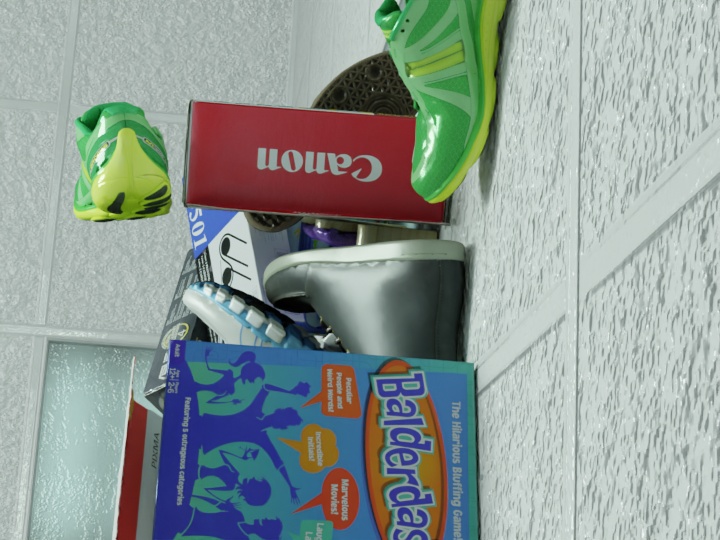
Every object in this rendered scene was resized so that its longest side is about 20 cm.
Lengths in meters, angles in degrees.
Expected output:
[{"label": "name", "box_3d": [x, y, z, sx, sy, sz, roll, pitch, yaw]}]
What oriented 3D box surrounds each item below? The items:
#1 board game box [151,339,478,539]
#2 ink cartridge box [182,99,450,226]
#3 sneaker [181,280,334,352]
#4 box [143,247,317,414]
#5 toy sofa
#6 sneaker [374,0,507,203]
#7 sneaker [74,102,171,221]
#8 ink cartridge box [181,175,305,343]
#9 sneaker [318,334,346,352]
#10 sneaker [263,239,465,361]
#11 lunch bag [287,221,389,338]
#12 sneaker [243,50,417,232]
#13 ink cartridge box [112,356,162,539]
[{"label": "board game box", "box_3d": [-0.027, 0.126, 0.962, 0.045, 0.199, 0.152, 107, 166, -59]}, {"label": "ink cartridge box", "box_3d": [-0.034, -0.082, 1.171, 0.176, 0.199, 0.084, -146, 60, -82]}, {"label": "sneaker", "box_3d": [-0.060, 0.084, 1.148, 0.087, 0.200, 0.075, -56, -9, 7]}, {"label": "box", "box_3d": [-0.113, 0.088, 1.413, 0.161, 0.049, 0.200, 50, -150, -30]}, {"label": "toy sofa", "box_3d": [0.000, 0.000, 1.279, 0.200, 0.097, 0.083, -156, 71, -83]}, {"label": "sneaker", "box_3d": [0.048, -0.145, 0.999, 0.074, 0.083, 0.201, -110, 25, -74]}, {"label": "sneaker", "box_3d": [-0.176, -0.082, 1.150, 0.200, 0.074, 0.084, 166, 99, -74]}, {"label": "ink cartridge box", "box_3d": [-0.107, -0.020, 1.363, 0.094, 0.044, 0.200, -42, 49, 42]}, {"label": "sneaker", "box_3d": [-0.070, 0.115, 1.216, 0.075, 0.200, 0.081, 62, 150, 0]}, {"label": "sneaker", "box_3d": [-0.006, 0.040, 1.102, 0.200, 0.075, 0.107, -9, 78, 52]}, {"label": "lunch bag", "box_3d": [-0.037, -0.037, 1.444, 0.161, 0.082, 0.201, 10, -94, -61]}, {"label": "sneaker", "box_3d": [-0.025, -0.112, 1.298, 0.200, 0.070, 0.076, -42, 5, -3]}, {"label": "ink cartridge box", "box_3d": [-0.140, 0.169, 1.006, 0.200, 0.050, 0.161, 113, 161, -59]}]
